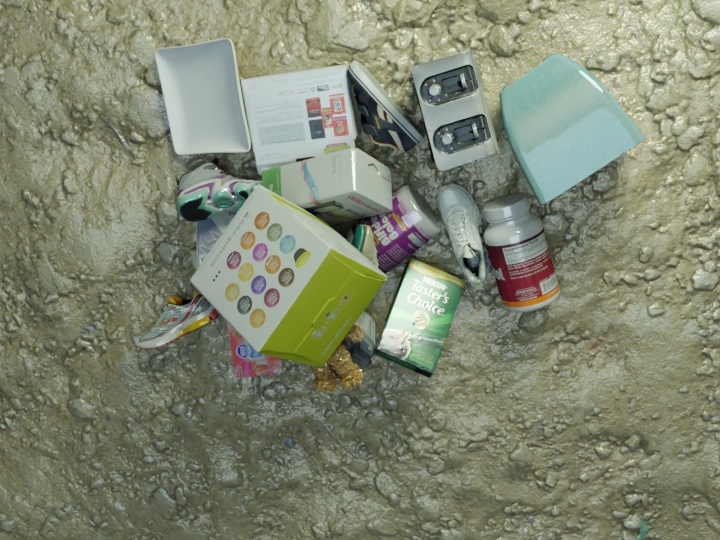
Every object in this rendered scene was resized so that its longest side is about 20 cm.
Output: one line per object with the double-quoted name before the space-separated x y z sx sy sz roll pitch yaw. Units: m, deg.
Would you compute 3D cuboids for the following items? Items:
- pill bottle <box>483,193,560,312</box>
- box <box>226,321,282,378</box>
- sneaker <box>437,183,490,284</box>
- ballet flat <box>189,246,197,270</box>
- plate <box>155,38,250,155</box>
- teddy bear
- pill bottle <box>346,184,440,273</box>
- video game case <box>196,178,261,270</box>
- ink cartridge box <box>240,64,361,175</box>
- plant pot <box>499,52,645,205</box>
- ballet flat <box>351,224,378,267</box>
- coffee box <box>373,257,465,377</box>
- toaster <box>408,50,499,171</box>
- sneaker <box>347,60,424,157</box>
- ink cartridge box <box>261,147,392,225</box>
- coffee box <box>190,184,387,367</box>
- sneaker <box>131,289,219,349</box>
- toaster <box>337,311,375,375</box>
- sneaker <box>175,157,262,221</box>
"pill bottle" 0.295 -0.034 1.449 0.111 0.113 0.202 -15 105 12
"box" -0.209 0.115 1.518 0.101 0.096 0.201 -6 141 -9
"sneaker" 0.198 -0.067 1.469 0.074 0.081 0.202 -19 103 15
"ballet flat" -0.254 -0.055 1.546 0.198 0.070 0.070 -21 104 14
"plate" -0.288 -0.320 1.447 0.198 0.032 0.202 3 111 33
"teddy bear" -0.064 0.139 1.433 0.143 0.067 0.203 9 116 18
"pill bottle" 0.044 -0.061 1.474 0.199 0.112 0.113 -37 100 16
"video game case" -0.222 -0.085 1.501 0.197 0.023 0.185 -7 74 11
"ink cartridge box" -0.104 -0.279 1.437 0.197 0.084 0.178 -4 106 10
"plant pot" 0.340 -0.257 1.335 0.195 0.196 0.201 -32 93 17
"ballet flat" 0.000 0.000 1.422 0.061 0.068 0.202 10 126 -17
"coffee box" 0.114 0.088 1.490 0.122 0.044 0.202 23 69 1
"toaster" 0.163 -0.274 1.357 0.117 0.200 0.183 -14 98 9
"sneaker" 0.029 -0.282 1.398 0.079 0.079 0.200 -36 122 17
"ink cartridge box" -0.059 -0.145 1.408 0.198 0.145 0.089 -11 75 28
"coffee box" -0.115 0.015 1.292 0.197 0.199 0.201 41 98 31
"sneaker" -0.389 0.099 1.613 0.198 0.078 0.083 -27 99 6
"toaster" -0.057 0.115 1.537 0.199 0.129 0.114 34 109 -5
"sneaker" -0.255 -0.168 1.482 0.197 0.141 0.078 -4 135 -16
